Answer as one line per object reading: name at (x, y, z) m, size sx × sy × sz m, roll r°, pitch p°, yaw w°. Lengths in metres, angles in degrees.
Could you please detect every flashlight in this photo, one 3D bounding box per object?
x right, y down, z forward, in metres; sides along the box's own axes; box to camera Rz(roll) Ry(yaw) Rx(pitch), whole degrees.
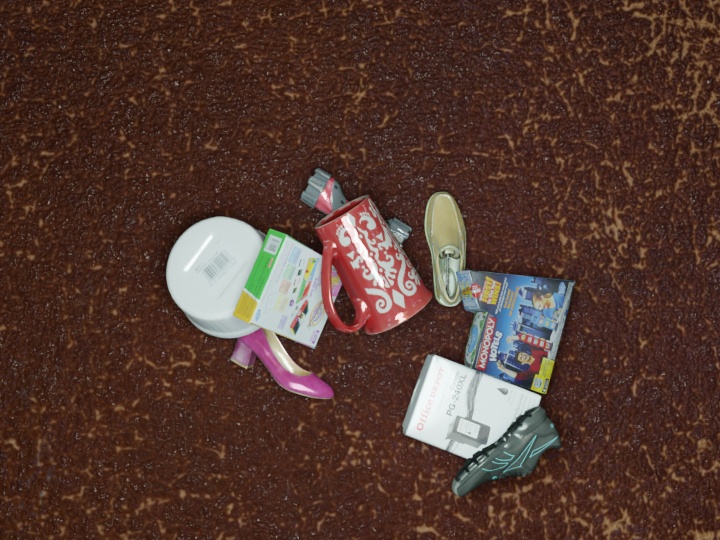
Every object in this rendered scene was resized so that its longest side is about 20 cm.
flashlight at (-0.006, -0.103, 1.621) m, size 0.199 × 0.068 × 0.068 m, roll 29°, pitch 46°, yaw 0°

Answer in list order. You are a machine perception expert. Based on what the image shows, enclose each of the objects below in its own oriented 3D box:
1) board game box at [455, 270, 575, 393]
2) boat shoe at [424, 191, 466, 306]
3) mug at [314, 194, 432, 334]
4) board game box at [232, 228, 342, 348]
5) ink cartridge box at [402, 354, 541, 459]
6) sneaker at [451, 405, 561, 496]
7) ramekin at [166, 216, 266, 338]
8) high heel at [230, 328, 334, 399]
board game box at (0.243, 0.082, 1.565) m, size 0.198 × 0.062 × 0.202 m, roll 20°, pitch 81°, yaw -16°
boat shoe at (0.153, -0.040, 1.605) m, size 0.071 × 0.076 × 0.203 m, roll -8°, pitch 85°, yaw 0°
mug at (0.010, -0.005, 1.533) m, size 0.133 × 0.178 × 0.201 m, roll -23°, pitch 103°, yaw 29°
board game box at (-0.112, 0.035, 1.546) m, size 0.040 × 0.200 × 0.154 m, roll 20°, pitch 84°, yaw 33°
ink cartridge box at (0.186, 0.244, 1.577) m, size 0.198 × 0.083 × 0.147 m, roll 20°, pitch 86°, yaw 1°
sneaker at (0.237, 0.307, 1.494) m, size 0.199 × 0.075 × 0.080 m, roll -38°, pitch 90°, yaw -2°
ramekin at (-0.231, 0.007, 1.573) m, size 0.198 × 0.098 × 0.203 m, roll -3°, pitch 74°, yaw 11°
high heel at (-0.124, 0.147, 1.600) m, size 0.198 × 0.067 × 0.097 m, roll 24°, pitch 97°, yaw 16°
